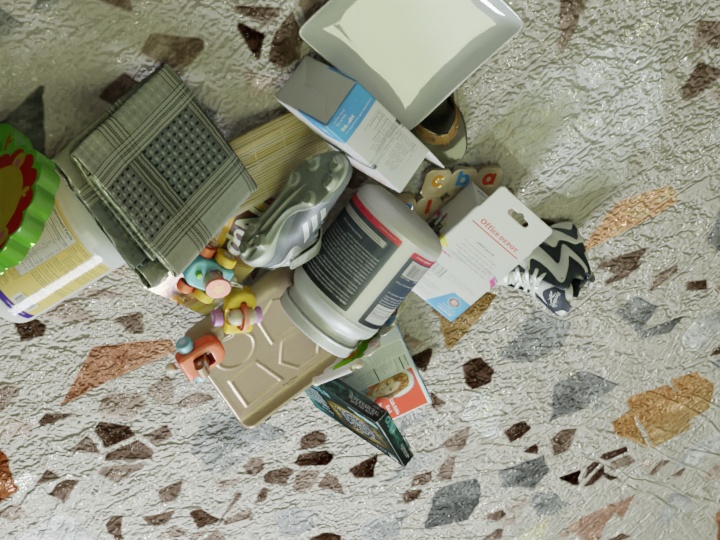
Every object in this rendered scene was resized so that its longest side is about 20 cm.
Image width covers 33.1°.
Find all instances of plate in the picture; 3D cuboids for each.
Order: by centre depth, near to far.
[{"bbox_3d":[0.060,-0.292,1.433,0.200,0.032,0.199,-41,121,19],"label":"plate"}]

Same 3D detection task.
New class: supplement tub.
[{"bbox_3d":[-0.360,-0.045,1.442,0.199,0.146,0.146,-30,138,8],"label":"supplement tub"},{"bbox_3d":[0.000,0.000,1.610,0.140,0.141,0.200,30,105,-42],"label":"supplement tub"}]

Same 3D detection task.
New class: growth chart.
[{"bbox_3d":[0.009,0.089,1.699,0.018,0.200,0.144,47,136,-10],"label":"growth chart"}]

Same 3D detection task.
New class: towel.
[{"bbox_3d":[-0.229,-0.108,1.386,0.200,0.034,0.193,-48,116,-29],"label":"towel"}]

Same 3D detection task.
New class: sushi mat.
[{"bbox_3d":[-0.127,-0.129,1.498,0.199,0.012,0.097,-30,127,-19],"label":"sushi mat"}]

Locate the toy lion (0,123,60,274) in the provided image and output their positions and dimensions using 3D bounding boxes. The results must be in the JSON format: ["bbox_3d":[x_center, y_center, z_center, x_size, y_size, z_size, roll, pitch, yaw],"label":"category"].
[{"bbox_3d":[-0.399,-0.079,1.322,0.190,0.202,0.068,-25,140,29],"label":"toy lion"}]

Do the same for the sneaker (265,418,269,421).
[{"bbox_3d":[-0.138,0.153,1.801,0.080,0.074,0.201,-14,139,-14],"label":"sneaker"}]

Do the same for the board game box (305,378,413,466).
[{"bbox_3d":[-0.016,0.207,1.823,0.028,0.199,0.136,-48,141,-17],"label":"board game box"}]

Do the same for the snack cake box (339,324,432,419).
[{"bbox_3d":[0.028,0.154,1.868,0.114,0.068,0.201,-25,141,0],"label":"snack cake box"}]

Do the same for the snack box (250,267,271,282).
[{"bbox_3d":[-0.054,0.004,1.717,0.198,0.024,0.072,13,126,-33],"label":"snack box"}]

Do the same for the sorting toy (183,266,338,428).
[{"bbox_3d":[-0.134,0.105,1.707,0.184,0.036,0.201,-36,129,-8],"label":"sorting toy"}]

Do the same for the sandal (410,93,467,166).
[{"bbox_3d":[0.099,-0.203,1.547,0.081,0.055,0.201,-18,137,-7],"label":"sandal"}]

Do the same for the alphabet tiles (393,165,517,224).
[{"bbox_3d":[0.123,-0.072,1.724,0.197,0.015,0.197,-3,135,-20],"label":"alphabet tiles"}]

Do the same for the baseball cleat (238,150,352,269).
[{"bbox_3d":[-0.067,-0.074,1.529,0.199,0.070,0.106,-38,148,26],"label":"baseball cleat"}]

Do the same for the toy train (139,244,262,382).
[{"bbox_3d":[-0.202,0.062,1.575,0.149,0.056,0.201,-26,130,-10],"label":"toy train"}]

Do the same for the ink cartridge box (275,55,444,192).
[{"bbox_3d":[0.003,-0.168,1.486,0.068,0.116,0.200,-54,134,-1],"label":"ink cartridge box"}]

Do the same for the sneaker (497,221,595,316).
[{"bbox_3d":[0.253,0.015,1.771,0.197,0.130,0.080,-13,146,-18],"label":"sneaker"}]

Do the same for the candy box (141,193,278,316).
[{"bbox_3d":[-0.188,-0.038,1.592,0.115,0.056,0.200,27,118,-40],"label":"candy box"}]

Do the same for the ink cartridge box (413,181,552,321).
[{"bbox_3d":[0.156,-0.038,1.690,0.115,0.068,0.200,38,113,-26],"label":"ink cartridge box"}]
